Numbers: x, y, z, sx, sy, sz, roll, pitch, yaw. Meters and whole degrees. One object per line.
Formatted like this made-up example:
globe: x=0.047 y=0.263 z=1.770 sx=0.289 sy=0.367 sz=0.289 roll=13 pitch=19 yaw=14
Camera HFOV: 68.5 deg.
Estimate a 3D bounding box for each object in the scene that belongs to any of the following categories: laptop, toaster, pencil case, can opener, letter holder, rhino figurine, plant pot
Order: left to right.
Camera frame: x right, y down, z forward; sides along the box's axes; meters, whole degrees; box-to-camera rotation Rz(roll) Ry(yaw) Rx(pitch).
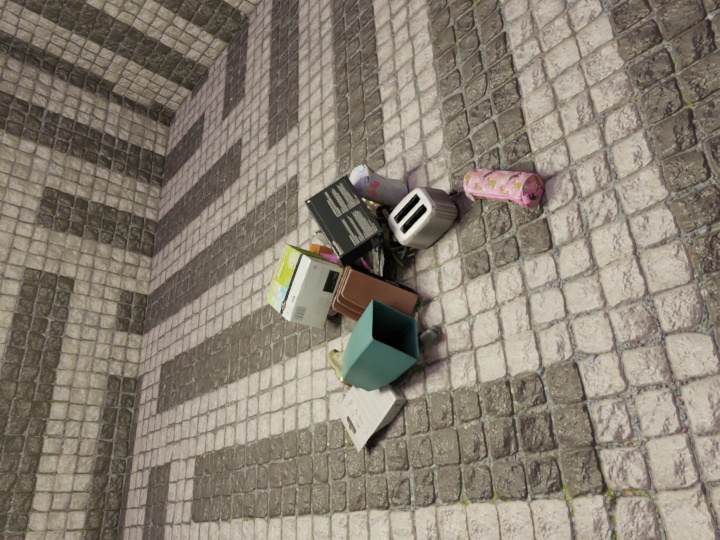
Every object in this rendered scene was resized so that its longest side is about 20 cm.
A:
laptop: x=0.006 y=-0.071 z=1.546 sx=0.188 sy=0.114 sz=0.203 roll=88 pitch=176 yaw=-63
rhino figurine: x=0.040 y=-0.216 z=1.679 sx=0.087 sy=0.059 sz=0.203 roll=-35 pitch=53 yaw=35
letter holder: x=0.035 y=0.088 z=1.437 sx=0.101 sy=0.197 sz=0.144 roll=-130 pitch=61 yaw=-80
plant pot: x=0.037 y=0.211 z=1.379 sx=0.201 sy=0.140 sz=0.143 roll=-52 pitch=21 yaw=34
pencil case: x=0.054 y=-0.244 z=1.561 sx=0.082 sy=0.198 sz=0.093 roll=-1 pitch=80 yaw=42
can opener: x=0.142 y=0.224 z=1.401 sx=0.066 sy=0.052 sz=0.201 roll=45 pitch=118 yaw=12
toaster: x=0.169 y=-0.146 z=1.422 sx=0.200 sy=0.128 sz=0.115 roll=-44 pitch=64 yaw=30
pencil case: x=0.344 y=-0.201 z=1.284 sx=0.199 sy=0.082 sz=0.088 roll=18 pitch=89 yaw=51

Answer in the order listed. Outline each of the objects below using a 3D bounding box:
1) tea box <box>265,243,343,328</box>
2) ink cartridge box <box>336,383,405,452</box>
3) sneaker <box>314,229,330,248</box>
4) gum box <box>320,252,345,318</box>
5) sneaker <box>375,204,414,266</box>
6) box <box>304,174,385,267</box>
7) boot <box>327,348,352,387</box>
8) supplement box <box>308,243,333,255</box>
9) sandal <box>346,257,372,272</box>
tea box: x=-0.182 y=0.046 z=1.679 sx=0.196 sy=0.132 sz=0.203 roll=27 pitch=99 yaw=54
ink cartridge box: x=0.026 y=0.377 z=1.478 sx=0.202 sy=0.050 sz=0.161 roll=-60 pitch=40 yaw=20
sneaker: x=-0.079 y=-0.174 z=1.773 sx=0.202 sy=0.091 sz=0.076 roll=-58 pitch=39 yaw=5
gum box: x=-0.102 y=0.042 z=1.746 sx=0.113 sy=0.065 sz=0.204 roll=13 pitch=87 yaw=53
sneaker: x=0.100 y=-0.092 z=1.558 sx=0.091 sy=0.077 sz=0.202 roll=102 pitch=150 yaw=-59
box: x=-0.043 y=-0.134 z=1.436 sx=0.140 sy=0.079 sz=0.202 roll=-30 pitch=68 yaw=-5
boot: x=-0.023 y=0.239 z=1.566 sx=0.156 sy=0.072 sz=0.200 roll=-56 pitch=19 yaw=2
supplement box: x=-0.159 y=0.014 z=1.828 sx=0.068 sy=0.066 sz=0.204 roll=8 pitch=82 yaw=51
sandal: x=-0.001 y=0.000 z=1.549 sx=0.075 sy=0.203 sz=0.048 roll=-35 pitch=28 yaw=-23
